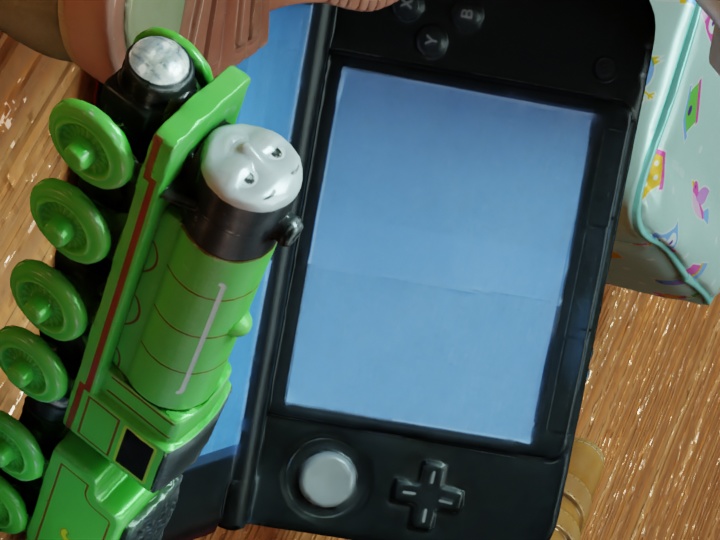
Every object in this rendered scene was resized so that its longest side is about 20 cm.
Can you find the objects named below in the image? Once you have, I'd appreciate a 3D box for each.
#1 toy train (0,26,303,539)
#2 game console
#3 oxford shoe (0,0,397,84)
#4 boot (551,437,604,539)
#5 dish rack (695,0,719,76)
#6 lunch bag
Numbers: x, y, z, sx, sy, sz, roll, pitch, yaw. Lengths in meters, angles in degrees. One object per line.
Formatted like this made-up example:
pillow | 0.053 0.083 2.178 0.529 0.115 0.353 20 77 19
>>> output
toy train | -0.057 0.019 0.531 0.042 0.056 0.200 -46 169 -36
game console | 0.000 0.000 0.670 0.119 0.171 0.202 -102 -157 -77
oxford shoe | -0.031 -0.104 0.572 0.200 0.073 0.071 -31 135 -54
boot | 0.063 0.119 0.836 0.155 0.077 0.200 -43 179 -42
dish rack | 0.078 -0.135 0.687 0.043 0.200 0.171 -41 146 12
lunch bag | 0.138 -0.077 0.997 0.200 0.077 0.162 32 73 -67
